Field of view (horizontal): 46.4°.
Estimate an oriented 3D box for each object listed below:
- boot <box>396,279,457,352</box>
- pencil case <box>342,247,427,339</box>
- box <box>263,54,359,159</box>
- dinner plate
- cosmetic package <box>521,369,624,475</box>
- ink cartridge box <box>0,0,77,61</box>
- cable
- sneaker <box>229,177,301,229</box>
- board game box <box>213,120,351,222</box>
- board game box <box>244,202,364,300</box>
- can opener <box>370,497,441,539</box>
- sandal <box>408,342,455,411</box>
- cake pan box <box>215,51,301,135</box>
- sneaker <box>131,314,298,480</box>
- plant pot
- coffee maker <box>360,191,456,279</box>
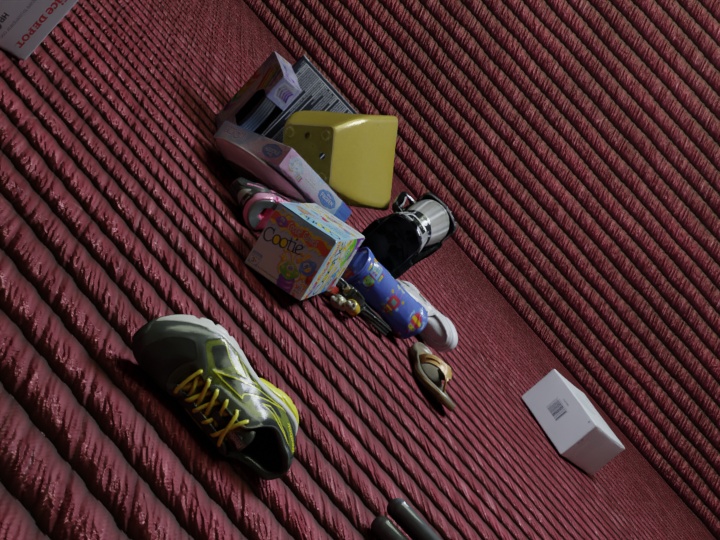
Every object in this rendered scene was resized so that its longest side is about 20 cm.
[{"bbox_3d":[0.114,0.090,1.743,0.095,0.074,0.200,22,19,-52],"label":"boot"},{"bbox_3d":[0.042,0.044,1.542,0.200,0.078,0.087,46,1,-31],"label":"pencil case"},{"bbox_3d":[-0.128,-0.334,1.867,0.198,0.200,0.123,46,5,-13],"label":"box"},{"bbox_3d":[-0.177,-0.162,1.465,0.200,0.024,0.200,36,-7,5],"label":"dinner plate"},{"bbox_3d":[0.551,0.395,2.182,0.200,0.123,0.200,35,17,-43],"label":"cosmetic package"},{"bbox_3d":[-0.439,-0.366,0.990,0.200,0.144,0.085,30,21,-55],"label":"ink cartridge box"},{"bbox_3d":[-0.015,0.065,1.457,0.097,0.050,0.200,35,-9,31],"label":"cable"},{"bbox_3d":[-0.149,-0.105,1.409,0.095,0.079,0.200,41,6,28],"label":"sneaker"},{"bbox_3d":[-0.137,-0.171,1.489,0.199,0.044,0.199,28,-10,42],"label":"board game box"},{"bbox_3d":[-0.080,-0.033,1.277,0.104,0.103,0.200,34,10,8],"label":"board game box"},{"bbox_3d":[0.087,0.335,0.915,0.200,0.053,0.066,49,-23,-6],"label":"can opener"},{"bbox_3d":[0.137,0.181,1.540,0.080,0.054,0.200,43,13,-22],"label":"sandal"},{"bbox_3d":[-0.198,-0.315,1.605,0.052,0.184,0.200,37,16,-26],"label":"cake pan box"},{"bbox_3d":[-0.122,0.116,0.763,0.200,0.074,0.085,42,14,-29],"label":"sneaker"},{"bbox_3d":[-0.059,-0.227,1.690,0.194,0.196,0.200,9,8,26],"label":"plant pot"},{"bbox_3d":[0.086,-0.051,1.723,0.134,0.193,0.200,31,27,17],"label":"coffee maker"}]
